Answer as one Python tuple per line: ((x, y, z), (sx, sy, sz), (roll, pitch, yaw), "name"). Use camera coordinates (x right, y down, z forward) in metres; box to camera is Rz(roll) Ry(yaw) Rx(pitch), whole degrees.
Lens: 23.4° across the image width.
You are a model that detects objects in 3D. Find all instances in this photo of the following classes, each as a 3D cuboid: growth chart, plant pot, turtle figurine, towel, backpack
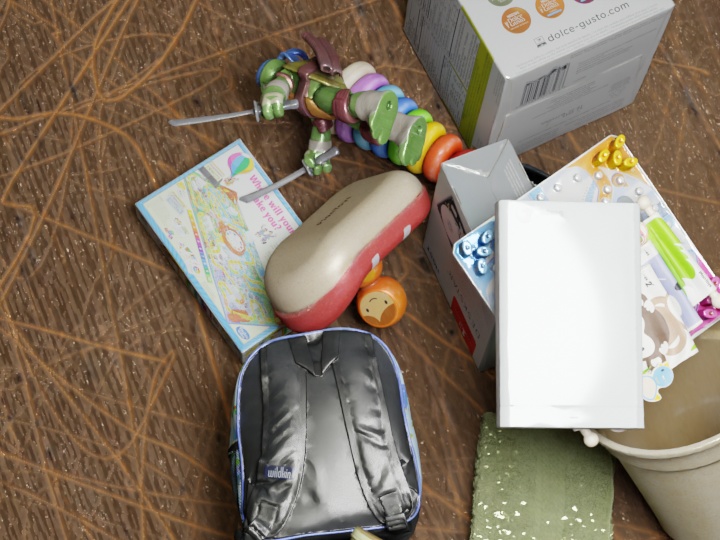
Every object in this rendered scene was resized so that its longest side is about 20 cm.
((0.238, 0.050, 1.581), (0.200, 0.018, 0.145), (-43, 89, -10), "growth chart")
((0.323, 0.160, 1.657), (0.199, 0.184, 0.201), (-17, 37, 13), "plant pot")
((-0.047, -0.134, 1.739), (0.193, 0.145, 0.200), (15, 47, 34), "turtle figurine")
((0.178, 0.235, 1.708), (0.147, 0.037, 0.202), (4, 61, 0), "towel")
((-0.039, 0.167, 1.672), (0.181, 0.147, 0.202), (-6, 72, -5), "backpack")

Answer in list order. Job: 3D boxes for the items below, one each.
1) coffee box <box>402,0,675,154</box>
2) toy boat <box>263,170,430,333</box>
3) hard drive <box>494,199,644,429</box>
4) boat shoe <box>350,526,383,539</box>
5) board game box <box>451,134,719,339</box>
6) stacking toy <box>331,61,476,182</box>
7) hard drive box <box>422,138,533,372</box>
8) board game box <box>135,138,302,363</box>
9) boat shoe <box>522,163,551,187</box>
((0.179, -0.267, 1.833), (0.198, 0.200, 0.199), (-24, 70, -13), "coffee box")
((0.000, 0.000, 1.735), (0.200, 0.130, 0.131), (-43, 109, -35), "toy boat")
((0.186, 0.040, 1.554), (0.130, 0.026, 0.202), (1, 83, -7), "hard drive")
((0.019, 0.296, 1.596), (0.073, 0.201, 0.063), (28, 69, 20), "boat shoe")
((0.218, 0.005, 1.607), (0.199, 0.026, 0.201), (-34, 87, -13), "board game box")
((0.055, -0.134, 1.820), (0.199, 0.086, 0.085), (36, 70, 20), "stacking toy")
((0.133, -0.011, 1.726), (0.076, 0.200, 0.157), (-20, 69, -11), "hard drive box")
((-0.124, -0.022, 1.805), (0.134, 0.034, 0.201), (-32, 73, -15), "board game box")
((0.218, -0.047, 1.821), (0.199, 0.062, 0.075), (35, 68, 9), "boat shoe")
